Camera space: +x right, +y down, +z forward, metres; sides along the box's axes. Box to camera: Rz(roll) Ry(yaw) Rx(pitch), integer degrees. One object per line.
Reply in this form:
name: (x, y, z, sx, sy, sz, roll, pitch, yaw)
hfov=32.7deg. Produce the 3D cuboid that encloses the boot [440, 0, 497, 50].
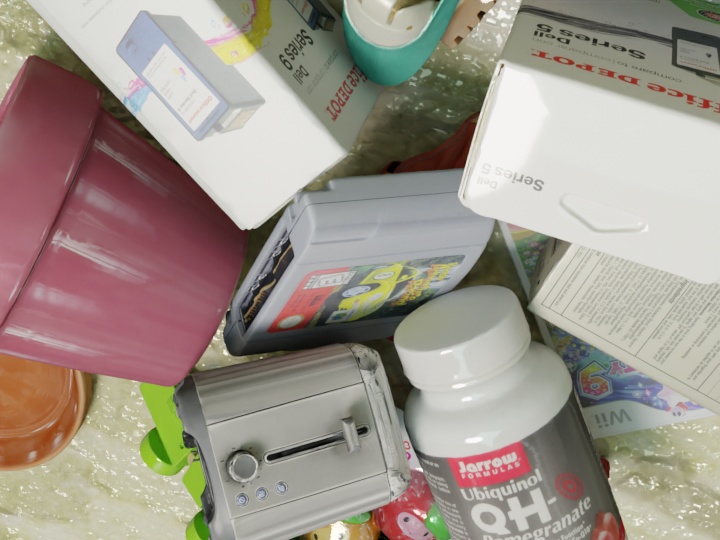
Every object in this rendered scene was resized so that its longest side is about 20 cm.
boot: (0.076, -0.230, 0.690, 0.107, 0.075, 0.200, 42, 121, -4)

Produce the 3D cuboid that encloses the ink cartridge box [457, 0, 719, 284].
ink cartridge box: (0.145, -0.091, 0.671, 0.145, 0.200, 0.084, 17, 121, 5)

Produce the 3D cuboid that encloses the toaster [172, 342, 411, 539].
toaster: (-0.048, 0.110, 0.789, 0.129, 0.200, 0.114, -14, 87, -10)

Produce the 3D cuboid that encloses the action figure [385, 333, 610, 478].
action figure: (0.091, 0.098, 0.881, 0.200, 0.052, 0.065, 42, 125, -8)

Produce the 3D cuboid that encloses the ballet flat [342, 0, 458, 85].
ballet flat: (0.029, -0.176, 0.662, 0.067, 0.070, 0.200, 35, 129, 7)

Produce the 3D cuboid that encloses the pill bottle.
pill bottle: (0.093, 0.114, 0.787, 0.111, 0.111, 0.200, -15, 112, 21)

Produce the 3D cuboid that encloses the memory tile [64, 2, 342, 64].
memory tile: (-0.110, -0.201, 0.784, 0.200, 0.017, 0.154, 3, 119, 13)

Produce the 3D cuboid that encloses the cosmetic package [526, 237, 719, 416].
cosmetic package: (0.217, 0.019, 0.766, 0.200, 0.073, 0.104, 29, 122, -3)

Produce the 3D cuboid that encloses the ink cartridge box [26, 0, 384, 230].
ink cartridge box: (-0.086, -0.142, 0.716, 0.087, 0.145, 0.200, -34, 104, 26)

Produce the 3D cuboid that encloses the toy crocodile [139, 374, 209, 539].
toy crocodile: (-0.108, 0.149, 0.913, 0.068, 0.062, 0.200, -50, 58, 28)

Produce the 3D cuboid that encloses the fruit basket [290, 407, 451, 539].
fruit basket: (0.023, 0.197, 0.916, 0.185, 0.094, 0.200, 31, 128, -2)

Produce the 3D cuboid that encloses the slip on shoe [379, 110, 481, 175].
slip on shoe: (0.030, -0.040, 0.816, 0.200, 0.074, 0.061, -33, 68, 35)

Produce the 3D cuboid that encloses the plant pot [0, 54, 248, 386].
plant pot: (-0.181, -0.014, 0.815, 0.179, 0.200, 0.200, 26, 123, -19)

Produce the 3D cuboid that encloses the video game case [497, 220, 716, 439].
video game case: (0.188, 0.018, 0.827, 0.143, 0.018, 0.200, -15, 114, 21)

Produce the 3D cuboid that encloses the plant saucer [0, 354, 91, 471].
plant saucer: (-0.308, 0.071, 0.978, 0.200, 0.032, 0.201, 7, 119, 12)

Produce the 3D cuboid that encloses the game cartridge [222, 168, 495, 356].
game cartridge: (0.000, 0.000, 0.760, 0.133, 0.041, 0.200, -11, 159, -24)
